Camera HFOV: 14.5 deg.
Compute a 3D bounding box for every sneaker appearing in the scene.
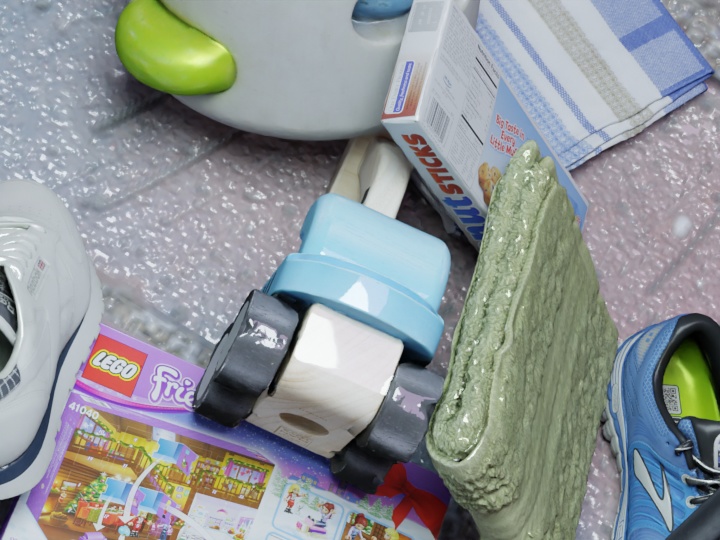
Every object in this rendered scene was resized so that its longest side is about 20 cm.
[{"bbox_3d":[-0.167,0.014,1.331,0.076,0.081,0.200,-7,40,5],"label":"sneaker"},{"bbox_3d":[0.169,0.113,1.427,0.078,0.089,0.200,-2,68,-20],"label":"sneaker"}]

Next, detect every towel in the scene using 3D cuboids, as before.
[{"bbox_3d":[0.084,-0.116,1.551,0.200,0.024,0.147,-30,78,-30],"label":"towel"},{"bbox_3d":[0.082,0.053,1.386,0.036,0.149,0.200,-3,49,22],"label":"towel"}]

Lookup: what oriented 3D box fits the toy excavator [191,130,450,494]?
[{"bbox_3d":[0.000,0.000,1.380,0.100,0.194,0.200,25,72,-6],"label":"toy excavator"}]

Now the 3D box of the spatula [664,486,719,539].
[{"bbox_3d":[0.139,0.147,1.383,0.200,0.021,0.057,-40,61,-3],"label":"spatula"}]

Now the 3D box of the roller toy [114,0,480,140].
[{"bbox_3d":[-0.026,-0.171,1.439,0.182,0.140,0.200,6,40,-1],"label":"roller toy"}]

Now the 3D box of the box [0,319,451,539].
[{"bbox_3d":[-0.065,0.126,1.364,0.200,0.039,0.137,25,58,-7],"label":"box"}]

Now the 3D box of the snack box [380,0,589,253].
[{"bbox_3d":[0.066,-0.053,1.426,0.024,0.200,0.072,0,61,27],"label":"snack box"}]
